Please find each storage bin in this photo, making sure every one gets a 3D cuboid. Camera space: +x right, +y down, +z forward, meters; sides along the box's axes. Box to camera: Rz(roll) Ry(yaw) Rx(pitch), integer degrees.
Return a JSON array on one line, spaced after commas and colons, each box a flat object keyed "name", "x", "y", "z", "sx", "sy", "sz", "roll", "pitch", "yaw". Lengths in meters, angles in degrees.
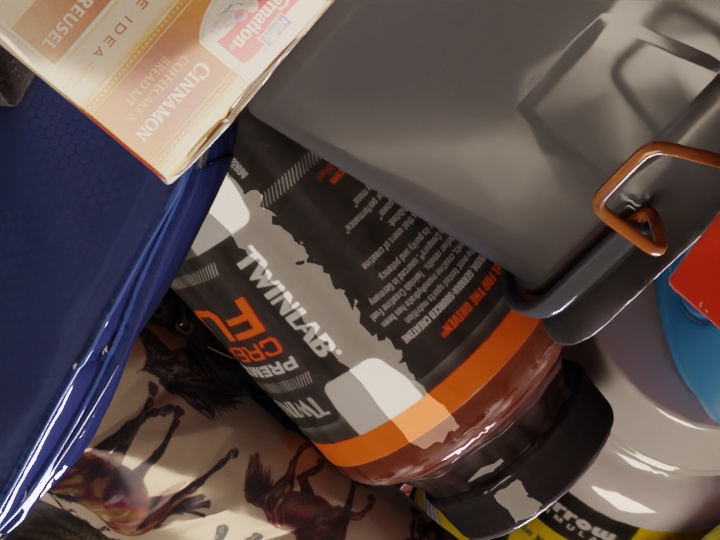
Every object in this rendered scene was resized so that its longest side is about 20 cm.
[{"name": "storage bin", "x": 0.060, "y": -0.085, "z": 0.877, "sx": 0.134, "sy": 0.146, "sz": 0.200, "roll": 24, "pitch": 132, "yaw": -22}]

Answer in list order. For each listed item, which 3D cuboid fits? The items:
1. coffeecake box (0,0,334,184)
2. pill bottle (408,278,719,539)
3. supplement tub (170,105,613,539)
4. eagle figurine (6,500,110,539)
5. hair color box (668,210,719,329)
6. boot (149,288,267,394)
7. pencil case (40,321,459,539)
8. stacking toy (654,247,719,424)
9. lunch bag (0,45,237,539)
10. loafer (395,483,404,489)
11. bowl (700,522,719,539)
[{"name": "coffeecake box", "x": -0.094, "y": -0.134, "z": 0.775, "sx": 0.200, "sy": 0.154, "sz": 0.073, "roll": 40, "pitch": 109, "yaw": -10}, {"name": "pill bottle", "x": 0.097, "y": 0.071, "z": 1.137, "sx": 0.114, "sy": 0.114, "sz": 0.200, "roll": 14, "pitch": 144, "yaw": -11}, {"name": "supplement tub", "x": 0.000, "y": 0.000, "z": 1.003, "sx": 0.107, "sy": 0.107, "sz": 0.200, "roll": -29, "pitch": 110, "yaw": 39}, {"name": "eagle figurine", "x": -0.084, "y": 0.127, "z": 1.140, "sx": 0.200, "sy": 0.151, "sz": 0.152, "roll": 22, "pitch": 133, "yaw": 5}, {"name": "hair color box", "x": 0.180, "y": -0.029, "z": 0.853, "sx": 0.064, "sy": 0.200, "sz": 0.111, "roll": 42, "pitch": 114, "yaw": 18}, {"name": "boot", "x": -0.089, "y": -0.011, "z": 1.075, "sx": 0.200, "sy": 0.069, "sz": 0.174, "roll": -15, "pitch": 129, "yaw": -22}, {"name": "pencil case", "x": -0.034, "y": 0.099, "z": 1.045, "sx": 0.200, "sy": 0.078, "sz": 0.089, "roll": 37, "pitch": 105, "yaw": -8}, {"name": "stacking toy", "x": 0.213, "y": -0.011, "z": 1.034, "sx": 0.200, "sy": 0.116, "sz": 0.110, "roll": 0, "pitch": 155, "yaw": -17}, {"name": "lunch bag", "x": -0.125, "y": -0.014, "z": 0.873, "sx": 0.136, "sy": 0.132, "sz": 0.200, "roll": 27, "pitch": 101, "yaw": -1}, {"name": "loafer", "x": -0.025, "y": 0.102, "z": 1.235, "sx": 0.073, "sy": 0.071, "sz": 0.200, "roll": 19, "pitch": 143, "yaw": -18}, {"name": "bowl", "x": 0.191, "y": 0.141, "z": 1.136, "sx": 0.200, "sy": 0.108, "sz": 0.200, "roll": -37, "pitch": 164, "yaw": -12}]
